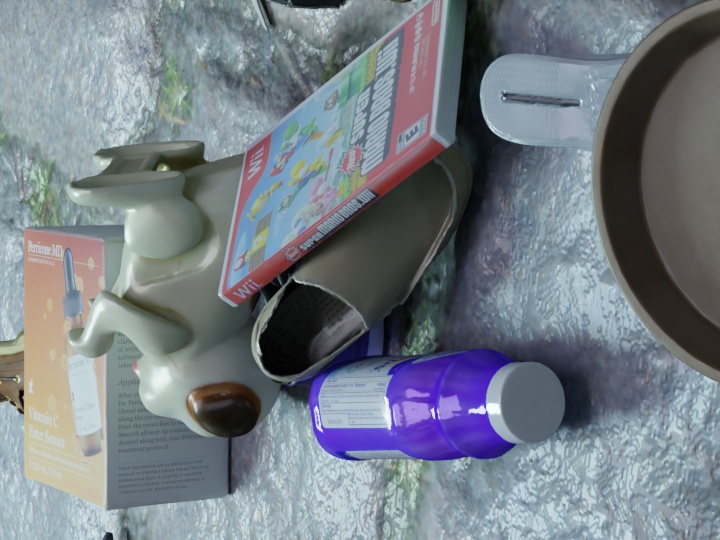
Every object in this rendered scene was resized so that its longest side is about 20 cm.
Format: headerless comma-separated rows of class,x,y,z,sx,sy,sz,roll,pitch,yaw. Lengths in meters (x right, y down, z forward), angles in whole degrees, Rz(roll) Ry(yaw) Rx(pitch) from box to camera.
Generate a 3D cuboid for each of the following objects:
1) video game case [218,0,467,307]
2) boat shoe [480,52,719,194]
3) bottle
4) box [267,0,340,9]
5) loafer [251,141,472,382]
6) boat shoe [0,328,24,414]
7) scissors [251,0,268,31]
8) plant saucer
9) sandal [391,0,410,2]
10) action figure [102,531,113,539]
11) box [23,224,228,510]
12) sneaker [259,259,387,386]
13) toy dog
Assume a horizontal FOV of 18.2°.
video game case,-0.011,-0.078,1.397,0.200,0.017,0.143,-37,31,34
boat shoe,0.156,-0.088,1.190,0.199,0.062,0.072,16,112,38
bottle,0.047,0.082,1.363,0.200,0.083,0.066,-8,91,59
box,-0.063,-0.293,1.547,0.160,0.043,0.201,28,115,51
loafer,0.000,0.000,1.399,0.200,0.075,0.068,-54,6,21
boat shoe,-0.280,0.092,1.911,0.200,0.072,0.068,-23,71,54
scissors,-0.100,-0.262,1.647,0.200,0.014,0.073,59,139,39
plant saucer,0.202,-0.038,1.102,0.199,0.029,0.201,11,108,38
sandal,0.036,-0.252,1.387,0.080,0.054,0.201,59,138,38
action figure,-0.208,0.299,1.774,0.194,0.104,0.200,57,171,31
box,-0.180,0.068,1.714,0.152,0.106,0.201,7,98,58
sneaker,-0.029,-0.022,1.477,0.076,0.087,0.201,7,97,58
toy dog,-0.110,0.017,1.572,0.140,0.193,0.201,-107,12,-74
